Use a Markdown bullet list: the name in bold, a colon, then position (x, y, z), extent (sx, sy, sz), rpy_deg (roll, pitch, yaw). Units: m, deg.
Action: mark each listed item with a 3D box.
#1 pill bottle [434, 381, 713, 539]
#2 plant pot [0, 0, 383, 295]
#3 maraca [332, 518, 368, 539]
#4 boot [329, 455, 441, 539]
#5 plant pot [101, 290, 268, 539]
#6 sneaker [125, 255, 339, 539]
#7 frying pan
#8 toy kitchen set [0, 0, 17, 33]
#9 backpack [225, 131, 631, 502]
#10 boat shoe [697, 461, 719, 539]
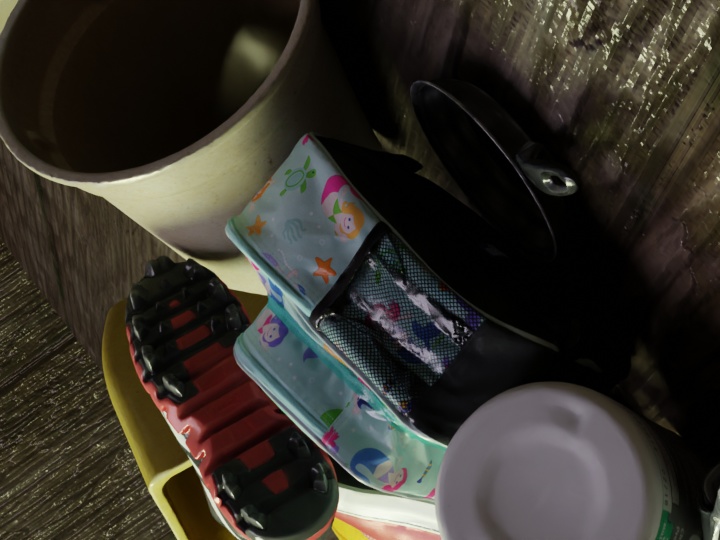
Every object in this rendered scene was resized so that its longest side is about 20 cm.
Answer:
- **pill bottle**: position (0.123, 0.126, 1.189), extent (0.113, 0.113, 0.200), rpy_deg (48, -171, 25)
- **plant pot**: position (-0.080, -0.085, 1.354), extent (0.200, 0.200, 0.184), rpy_deg (43, 174, 40)
- **maraca**: position (0.033, 0.162, 1.605), extent (0.137, 0.107, 0.200), rpy_deg (-110, -2, -72)
- **boot**: position (0.036, 0.171, 1.366), extent (0.200, 0.072, 0.144), rpy_deg (15, 127, 38)
- **plant pot**: position (-0.103, 0.101, 1.907), extent (0.200, 0.194, 0.196), rpy_deg (56, 171, 35)
- **sneaker**: position (-0.073, 0.084, 1.320), extent (0.201, 0.071, 0.098), rpy_deg (58, 169, 29)
- **frying pan**: position (0.068, -0.064, 1.166), extent (0.115, 0.031, 0.190), rpy_deg (50, 169, 10)
- **toy kitchen set**: position (-0.281, -0.214, 1.744), extent (0.180, 0.163, 0.200), rpy_deg (42, 163, 41)
- **backpack**: position (0.021, 0.024, 1.252), extent (0.200, 0.151, 0.178), rpy_deg (49, -169, 24)
- **boat shoe**: position (0.193, 0.119, 1.123), extent (0.068, 0.072, 0.200), rpy_deg (46, 163, 21)
